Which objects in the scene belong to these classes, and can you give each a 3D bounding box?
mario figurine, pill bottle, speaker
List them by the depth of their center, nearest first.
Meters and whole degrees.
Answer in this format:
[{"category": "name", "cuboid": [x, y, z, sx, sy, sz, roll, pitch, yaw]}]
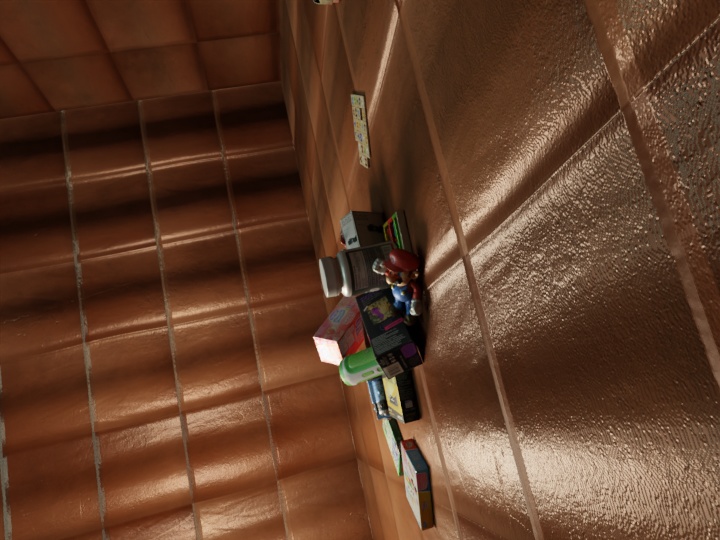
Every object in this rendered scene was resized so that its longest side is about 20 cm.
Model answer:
[{"category": "mario figurine", "cuboid": [0.086, 0.041, 1.295, 0.108, 0.119, 0.204, -76, -17, -49]}, {"category": "pill bottle", "cuboid": [0.000, 0.000, 1.383, 0.114, 0.194, 0.118, 169, 90, -80]}, {"category": "speaker", "cuboid": [0.038, 0.253, 1.534, 0.089, 0.196, 0.090, 45, -150, -37]}]

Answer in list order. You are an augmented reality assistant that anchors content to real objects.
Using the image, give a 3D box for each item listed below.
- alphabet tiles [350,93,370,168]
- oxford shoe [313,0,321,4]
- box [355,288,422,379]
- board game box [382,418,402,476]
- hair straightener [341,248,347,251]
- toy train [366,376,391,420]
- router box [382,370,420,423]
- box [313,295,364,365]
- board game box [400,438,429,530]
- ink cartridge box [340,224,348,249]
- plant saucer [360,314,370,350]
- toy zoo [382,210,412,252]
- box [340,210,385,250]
[{"category": "alphabet tiles", "cuboid": [0.001, -0.410, 1.623, 0.167, 0.007, 0.206, -126, 28, -67]}, {"category": "oxford shoe", "cuboid": [-0.115, -0.838, 1.658, 0.201, 0.072, 0.073, -121, 22, -64]}, {"category": "box", "cuboid": [0.072, 0.154, 1.431, 0.123, 0.104, 0.203, 61, -173, -47]}, {"category": "board game box", "cuboid": [0.116, 0.583, 1.909, 0.202, 0.028, 0.138, -112, 15, -49]}, {"category": "hair straightener", "cuboid": [-0.001, 0.020, 1.584, 0.201, 0.077, 0.041, 50, -165, 16]}, {"category": "toy train", "cuboid": [0.063, 0.381, 1.786, 0.114, 0.084, 0.206, 55, -159, -70]}, {"category": "router box", "cuboid": [0.114, 0.355, 1.630, 0.200, 0.051, 0.163, 135, 124, -78]}, {"category": "box", "cuboid": [-0.046, 0.177, 1.664, 0.201, 0.092, 0.105, -53, -42, -40]}, {"category": "board game box", "cuboid": [0.167, 0.633, 1.638, 0.153, 0.039, 0.207, -128, 30, -69]}, {"category": "ink cartridge box", "cuboid": [-0.007, -0.092, 1.611, 0.109, 0.050, 0.201, 44, -167, -14]}, {"category": "plant saucer", "cuboid": [0.053, 0.197, 1.676, 0.200, 0.036, 0.207, -41, -57, -71]}, {"category": "toy zoo", "cuboid": [0.092, -0.067, 1.418, 0.200, 0.020, 0.136, 144, 115, -79]}, {"category": "box", "cuboid": [0.023, -0.058, 1.520, 0.060, 0.114, 0.206, -32, 65, 48]}]
